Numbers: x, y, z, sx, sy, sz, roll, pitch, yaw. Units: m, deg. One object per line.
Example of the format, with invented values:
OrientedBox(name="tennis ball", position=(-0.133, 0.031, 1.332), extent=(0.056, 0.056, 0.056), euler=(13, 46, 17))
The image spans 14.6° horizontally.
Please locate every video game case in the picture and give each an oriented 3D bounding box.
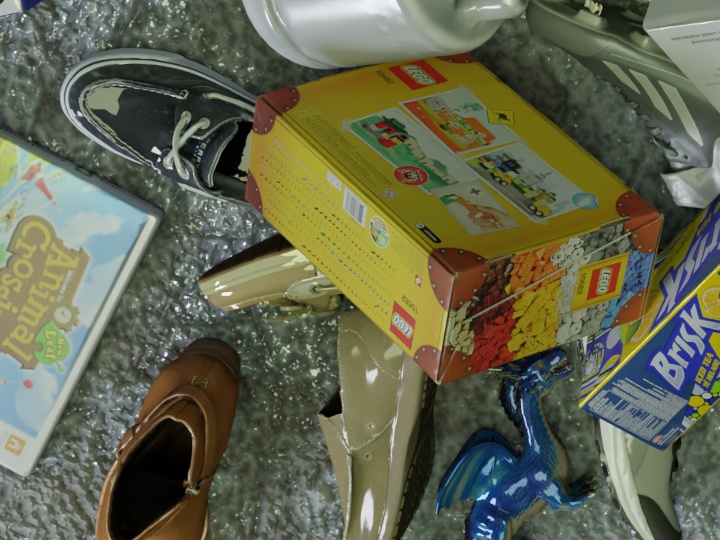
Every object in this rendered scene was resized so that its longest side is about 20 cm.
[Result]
OrientedBox(name="video game case", position=(-0.248, 0.007, 1.784), extent=(0.182, 0.022, 0.200), euler=(28, 107, -2))

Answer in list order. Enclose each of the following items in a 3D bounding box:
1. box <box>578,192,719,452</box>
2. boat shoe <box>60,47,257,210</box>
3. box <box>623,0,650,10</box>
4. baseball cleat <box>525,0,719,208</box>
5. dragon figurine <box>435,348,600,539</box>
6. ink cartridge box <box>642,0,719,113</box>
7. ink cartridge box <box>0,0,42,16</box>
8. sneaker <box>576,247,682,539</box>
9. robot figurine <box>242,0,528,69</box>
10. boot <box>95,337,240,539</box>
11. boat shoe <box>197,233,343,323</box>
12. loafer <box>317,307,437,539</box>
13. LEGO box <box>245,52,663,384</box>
OrientedBox(name="box", position=(0.205, 0.015, 1.605), extent=(0.064, 0.070, 0.200), euler=(27, 135, -15))
OrientedBox(name="boat shoe", position=(-0.091, -0.077, 1.718), extent=(0.200, 0.068, 0.072), euler=(23, 107, -1))
OrientedBox(name="box", position=(0.177, -0.254, 1.652), extent=(0.200, 0.048, 0.193), euler=(19, 105, 2))
OrientedBox(name="baseball cleat", position=(0.181, -0.096, 1.684), extent=(0.200, 0.070, 0.107), euler=(22, 113, 3))
OrientedBox(name="dragon figurine", position=(0.081, 0.136, 1.762), extent=(0.099, 0.059, 0.200), euler=(39, 100, -4))
OrientedBox(name="ink cartridge box", position=(0.259, -0.140, 1.576), extent=(0.083, 0.147, 0.200), euler=(-5, 146, 41))
OrientedBox(name="ink cartridge box", position=(-0.266, -0.211, 1.682), extent=(0.200, 0.076, 0.137), euler=(-10, 106, 20))
OrientedBox(name="sneaker", position=(0.179, 0.080, 1.733), extent=(0.079, 0.074, 0.200), euler=(-10, 104, 3))
OrientedBox(name="robot figurine", position=(0.009, -0.177, 1.631), extent=(0.200, 0.113, 0.170), euler=(-3, 153, 43))
OrientedBox(name="boot", position=(-0.126, 0.147, 1.740), extent=(0.077, 0.155, 0.200), euler=(26, 107, -2))
OrientedBox(name="boat shoe", position=(0.000, 0.000, 1.728), extent=(0.200, 0.073, 0.063), euler=(-13, 101, 9))
OrientedBox(name="loafer", position=(0.009, 0.099, 1.750), extent=(0.067, 0.076, 0.200), euler=(17, 118, 12))
OrientedBox(name="LEGO box", position=(0.050, -0.038, 1.613), extent=(0.149, 0.200, 0.077), euler=(-16, 132, -31))
